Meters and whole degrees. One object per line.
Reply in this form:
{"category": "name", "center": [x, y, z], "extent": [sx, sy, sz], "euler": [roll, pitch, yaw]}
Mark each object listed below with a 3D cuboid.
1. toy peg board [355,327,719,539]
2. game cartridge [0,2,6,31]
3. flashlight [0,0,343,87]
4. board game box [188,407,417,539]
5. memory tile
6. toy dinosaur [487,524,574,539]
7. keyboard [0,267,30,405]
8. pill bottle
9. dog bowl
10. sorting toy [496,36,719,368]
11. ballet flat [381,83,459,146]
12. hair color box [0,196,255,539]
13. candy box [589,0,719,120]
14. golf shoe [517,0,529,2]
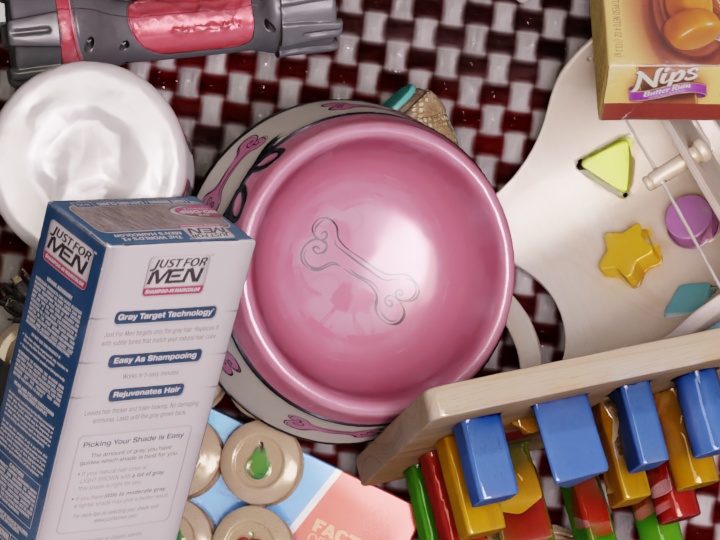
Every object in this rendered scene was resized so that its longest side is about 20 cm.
{"category": "toy peg board", "center": [0.120, 0.114, 1.603], "extent": [0.199, 0.199, 0.098], "euler": [-12, 78, -14]}
{"category": "game cartridge", "center": [-0.239, -0.209, 1.707], "extent": [0.198, 0.041, 0.134], "euler": [-2, 85, -1]}
{"category": "flashlight", "center": [-0.111, -0.148, 1.673], "extent": [0.199, 0.068, 0.068], "euler": [-7, 120, -9]}
{"category": "board game box", "center": [-0.071, 0.201, 1.699], "extent": [0.152, 0.040, 0.201], "euler": [25, 88, -1]}
{"category": "memory tile", "center": [-0.129, 0.107, 1.677], "extent": [0.199, 0.017, 0.154], "euler": [3, 82, 16]}
{"category": "toy dinosaur", "center": [0.084, 0.177, 1.696], "extent": [0.100, 0.058, 0.202], "euler": [3, 88, 0]}
{"category": "keyboard", "center": [-0.193, 0.083, 1.679], "extent": [0.200, 0.021, 0.127], "euler": [38, 98, 16]}
{"category": "pill bottle", "center": [-0.150, -0.055, 1.623], "extent": [0.110, 0.200, 0.112], "euler": [0, 88, -1]}
{"category": "dog bowl", "center": [0.000, 0.000, 1.624], "extent": [0.199, 0.074, 0.202], "euler": [0, 89, -18]}
{"category": "sorting toy", "center": [0.148, -0.013, 1.679], "extent": [0.180, 0.107, 0.201], "euler": [-34, 57, 12]}
{"category": "ballet flat", "center": [-0.019, -0.026, 1.695], "extent": [0.200, 0.071, 0.065], "euler": [-41, 99, 1]}
{"category": "hair color box", "center": [-0.133, 0.063, 1.515], "extent": [0.100, 0.060, 0.201], "euler": [-3, 118, -42]}
{"category": "candy box", "center": [0.192, -0.179, 1.659], "extent": [0.116, 0.057, 0.201], "euler": [1, 56, -1]}
{"category": "golf shoe", "center": [0.022, -0.212, 1.696], "extent": [0.198, 0.077, 0.089], "euler": [6, 96, -1]}
